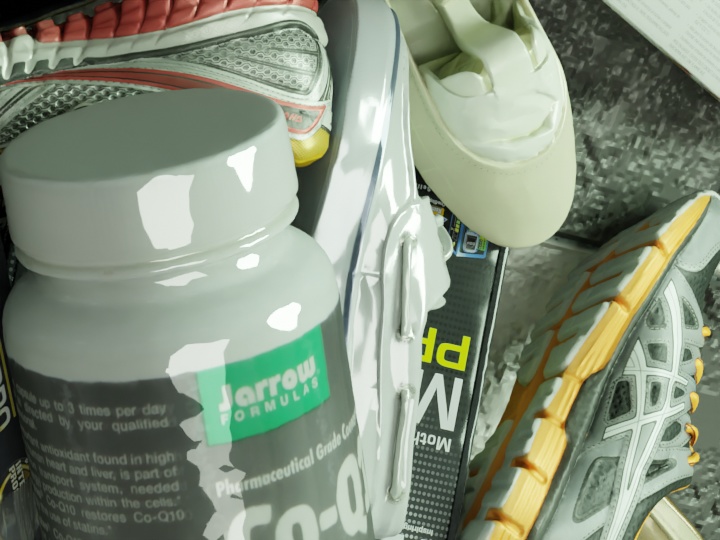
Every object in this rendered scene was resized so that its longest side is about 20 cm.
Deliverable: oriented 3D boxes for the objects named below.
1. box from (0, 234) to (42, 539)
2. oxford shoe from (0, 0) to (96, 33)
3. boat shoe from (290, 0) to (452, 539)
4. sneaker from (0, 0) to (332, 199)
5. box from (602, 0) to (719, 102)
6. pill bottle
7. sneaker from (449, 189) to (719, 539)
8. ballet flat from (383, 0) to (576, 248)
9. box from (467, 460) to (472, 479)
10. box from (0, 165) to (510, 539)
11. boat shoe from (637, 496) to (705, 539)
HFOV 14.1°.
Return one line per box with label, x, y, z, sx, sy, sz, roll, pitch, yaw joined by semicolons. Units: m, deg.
box;-0.211;0.019;1.011;0.049;0.199;0.162;-46;136;-52
oxford shoe;-0.166;-0.110;1.019;0.199;0.075;0.071;-16;113;-15
boat shoe;0.000;0.000;1.071;0.065;0.074;0.201;7;95;-24
sneaker;-0.104;-0.045;1.017;0.199;0.078;0.083;-17;89;3
box;0.122;-0.106;1.129;0.042;0.039;0.200;-51;136;7
pill bottle;-0.057;0.049;0.968;0.112;0.113;0.201;-14;110;-14
sneaker;0.104;0.056;1.171;0.077;0.078;0.201;35;67;-11
ballet flat;0.034;-0.097;1.080;0.069;0.069;0.201;-28;103;-6
box;-0.042;0.132;1.186;0.199;0.078;0.096;-4;115;-19
box;-0.048;0.026;1.105;0.199;0.044;0.161;15;81;-22
boat shoe;0.130;0.157;1.272;0.065;0.072;0.201;-32;127;-5
